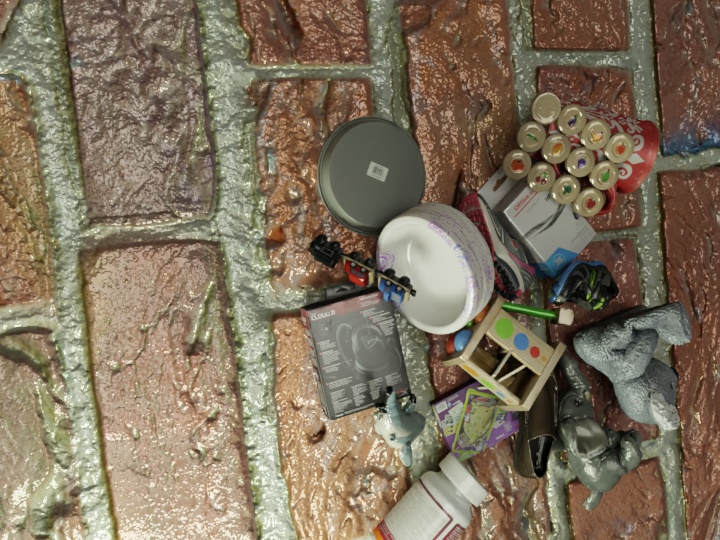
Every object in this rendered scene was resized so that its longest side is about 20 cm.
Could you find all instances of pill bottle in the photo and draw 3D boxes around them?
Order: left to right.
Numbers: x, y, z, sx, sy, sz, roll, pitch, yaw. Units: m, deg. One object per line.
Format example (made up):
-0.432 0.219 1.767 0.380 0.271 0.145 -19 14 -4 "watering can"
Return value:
0.117 0.413 1.022 0.110 0.109 0.200 45 86 -11 "pill bottle"

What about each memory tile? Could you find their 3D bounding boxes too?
0.349 -0.193 1.022 0.196 0.017 0.156 24 108 -8 "memory tile"

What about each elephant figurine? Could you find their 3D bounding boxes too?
0.395 0.288 1.103 0.199 0.156 0.142 39 126 -1 "elephant figurine"

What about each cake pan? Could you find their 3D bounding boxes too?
0.025 -0.162 1.032 0.195 0.037 0.206 0 91 -14 "cake pan"

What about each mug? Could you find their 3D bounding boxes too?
0.401 -0.211 1.071 0.195 0.134 0.181 16 59 -10 "mug"

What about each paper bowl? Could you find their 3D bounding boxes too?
0.127 -0.010 0.985 0.104 0.199 0.205 -30 99 -40 "paper bowl"

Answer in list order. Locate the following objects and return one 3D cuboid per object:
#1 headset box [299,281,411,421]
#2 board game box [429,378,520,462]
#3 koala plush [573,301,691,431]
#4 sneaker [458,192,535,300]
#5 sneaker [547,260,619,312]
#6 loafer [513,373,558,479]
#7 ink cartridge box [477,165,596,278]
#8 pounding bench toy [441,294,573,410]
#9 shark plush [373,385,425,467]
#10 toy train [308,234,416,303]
-0.011 0.123 1.008 0.145 0.077 0.205 -14 94 -14 "headset box"
0.231 0.249 1.097 0.196 0.032 0.123 -24 94 -12 "board game box"
0.491 0.181 1.084 0.179 0.177 0.205 -18 86 -4 "koala plush"
0.237 -0.048 1.073 0.074 0.080 0.203 -38 108 -25 "sneaker"
0.399 0.031 1.070 0.197 0.071 0.083 -7 50 -43 "sneaker"
0.320 0.271 1.071 0.071 0.071 0.206 3 92 -14 "loafer"
0.312 -0.098 1.090 0.116 0.067 0.200 -45 101 -8 "ink cartridge box"
0.251 0.107 1.037 0.155 0.124 0.202 37 76 1 "pounding bench toy"
0.059 0.230 0.994 0.083 0.091 0.202 -38 132 -13 "shark plush"
0.000 0.000 0.982 0.197 0.034 0.046 27 57 18 "toy train"
